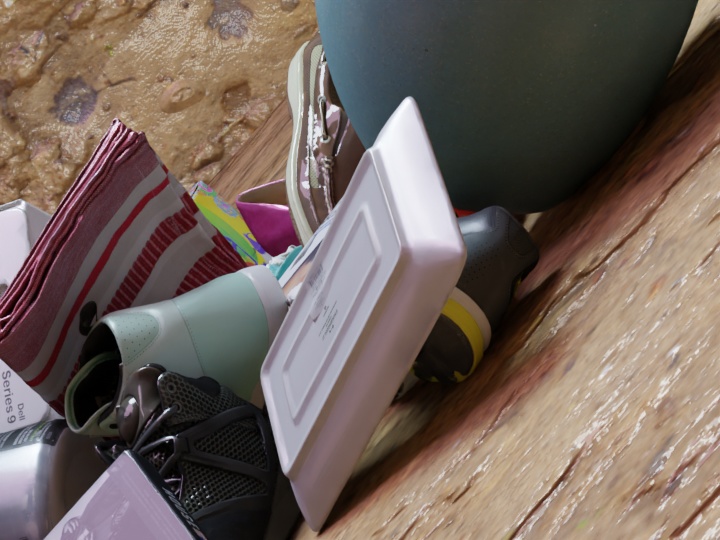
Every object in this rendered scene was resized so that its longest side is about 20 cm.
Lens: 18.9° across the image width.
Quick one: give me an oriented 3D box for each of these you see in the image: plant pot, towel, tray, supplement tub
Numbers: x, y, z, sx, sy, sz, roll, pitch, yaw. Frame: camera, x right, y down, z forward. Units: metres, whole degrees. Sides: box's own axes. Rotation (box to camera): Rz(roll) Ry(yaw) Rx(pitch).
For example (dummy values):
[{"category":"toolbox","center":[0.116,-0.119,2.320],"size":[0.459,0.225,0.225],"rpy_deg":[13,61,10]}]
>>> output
[{"category":"plant pot","center":[0.066,-0.106,1.112],"size":[0.200,0.200,0.135],"rpy_deg":[-79,-2,-74]},{"category":"towel","center":[-0.129,0.022,1.223],"size":[0.144,0.023,0.200],"rpy_deg":[-60,-29,-14]},{"category":"tray","center":[-0.007,0.023,1.024],"size":[0.108,0.022,0.200],"rpy_deg":[-106,31,-41]},{"category":"supplement tub","center":[-0.233,0.161,1.206],"size":[0.200,0.123,0.123],"rpy_deg":[-15,20,16]}]

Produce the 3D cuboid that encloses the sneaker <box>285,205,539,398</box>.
[{"category":"sneaker","center":[0.031,0.014,1.099],"size":[0.085,0.074,0.200],"rpy_deg":[-45,16,-17]}]

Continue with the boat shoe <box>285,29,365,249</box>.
[{"category":"boat shoe","center":[-0.006,-0.082,1.415],"size":[0.075,0.075,0.203],"rpy_deg":[-44,46,42]}]

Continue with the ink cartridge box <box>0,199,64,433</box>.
[{"category":"ink cartridge box","center":[-0.182,0.059,1.338],"size":[0.087,0.146,0.200],"rpy_deg":[-17,-21,17]}]

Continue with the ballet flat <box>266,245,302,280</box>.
[{"category":"ballet flat","center":[-0.068,0.058,1.412],"size":[0.072,0.072,0.200],"rpy_deg":[-41,5,42]}]

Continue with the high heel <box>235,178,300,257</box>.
[{"category":"high heel","center":[-0.002,-0.066,1.487],"size":[0.200,0.096,0.067],"rpy_deg":[-41,11,44]}]

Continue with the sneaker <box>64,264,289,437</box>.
[{"category":"sneaker","center":[-0.116,0.079,1.211],"size":[0.118,0.074,0.201],"rpy_deg":[-13,-38,-25]}]

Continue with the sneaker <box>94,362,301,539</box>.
[{"category":"sneaker","center":[-0.094,0.123,1.080],"size":[0.076,0.114,0.200],"rpy_deg":[-45,11,34]}]

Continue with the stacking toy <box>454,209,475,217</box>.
[{"category":"stacking toy","center":[0.084,-0.089,1.245],"size":[0.085,0.085,0.200],"rpy_deg":[-39,19,48]}]

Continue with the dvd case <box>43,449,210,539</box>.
[{"category":"dvd case","center":[-0.137,0.199,0.996],"size":[0.200,0.025,0.150],"rpy_deg":[-49,43,4]}]

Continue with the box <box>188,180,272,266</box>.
[{"category":"box","center":[-0.151,0.067,1.573],"size":[0.193,0.122,0.200],"rpy_deg":[-46,8,20]}]

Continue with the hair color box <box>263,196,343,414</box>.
[{"category":"hair color box","center":[0.000,0.000,1.302],"size":[0.200,0.064,0.111],"rpy_deg":[-55,11,-24]}]
